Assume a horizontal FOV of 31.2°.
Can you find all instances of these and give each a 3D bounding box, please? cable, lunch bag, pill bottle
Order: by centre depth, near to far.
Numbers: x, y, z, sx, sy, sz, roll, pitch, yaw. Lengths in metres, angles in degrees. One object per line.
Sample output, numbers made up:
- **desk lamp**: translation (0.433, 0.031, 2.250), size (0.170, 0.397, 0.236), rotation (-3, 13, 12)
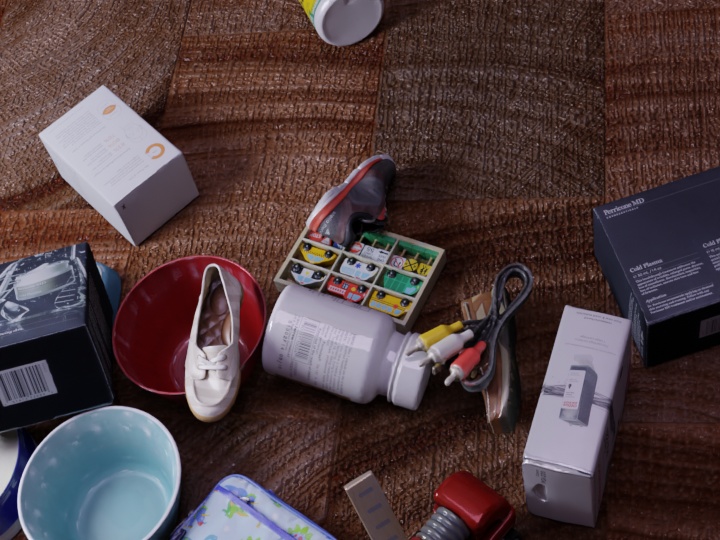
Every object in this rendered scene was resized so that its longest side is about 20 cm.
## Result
- **lunch bag**: translation (-0.118, 0.337, 1.471), size (0.199, 0.083, 0.161), rotation (31, 65, 27)
- **cable**: translation (0.150, 0.066, 1.528), size (0.097, 0.051, 0.200), rotation (37, 68, 28)
- **pill bottle**: translation (-0.012, 0.099, 1.581), size (0.197, 0.115, 0.115), rotation (17, 60, 10)
- **pill bottle**: translation (-0.050, -0.447, 1.969), size (0.112, 0.113, 0.201), rotation (-24, 55, -5)

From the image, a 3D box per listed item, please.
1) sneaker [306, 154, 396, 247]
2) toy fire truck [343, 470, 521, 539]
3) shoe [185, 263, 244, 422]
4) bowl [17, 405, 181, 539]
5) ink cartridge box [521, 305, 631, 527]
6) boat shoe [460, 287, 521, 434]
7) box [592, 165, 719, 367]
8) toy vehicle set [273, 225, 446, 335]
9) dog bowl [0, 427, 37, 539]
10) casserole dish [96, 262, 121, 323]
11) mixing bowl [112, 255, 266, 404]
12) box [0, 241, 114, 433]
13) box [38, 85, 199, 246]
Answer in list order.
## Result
- **sneaker**: translation (0.004, -0.084, 1.720), size (0.082, 0.077, 0.200), rotation (40, 42, 6)
- **toy fire truck**: translation (0.072, 0.280, 1.392), size (0.128, 0.201, 0.176), rotation (33, 68, 29)
- **shoe**: translation (-0.177, 0.083, 1.539), size (0.069, 0.054, 0.202), rotation (-5, 56, 9)
- **bowl**: translation (-0.295, 0.275, 1.535), size (0.198, 0.106, 0.203), rotation (-6, 56, 8)
- **ink cartridge box**: translation (0.248, 0.167, 1.463), size (0.084, 0.146, 0.202), rotation (12, 60, 19)
- **boat shoe**: translation (0.154, 0.111, 1.574), size (0.073, 0.076, 0.202), rotation (-9, 47, 12)
- **box**: translation (0.408, -0.009, 1.575), size (0.197, 0.105, 0.184), rotation (-17, 55, 0)
- **toy vehicle set**: translation (0.000, 0.000, 1.705), size (0.198, 0.027, 0.125), rotation (18, 61, 22)
- **dog bowl**: translation (-0.503, 0.257, 1.609), size (0.197, 0.079, 0.202), rotation (-6, 55, 8)
- **casserole dish**: translation (-0.393, 0.063, 1.743), size (0.119, 0.039, 0.202), rotation (-2, 55, 10)
- **mixing bowl**: translation (-0.204, 0.093, 1.637), size (0.197, 0.109, 0.203), rotation (-5, 56, 8)
- **box**: translation (-0.414, 0.085, 1.595), size (0.197, 0.125, 0.197), rotation (-15, 31, -3)
- **box**: translation (-0.345, -0.151, 1.842), size (0.124, 0.098, 0.200), rotation (-40, 57, -16)
